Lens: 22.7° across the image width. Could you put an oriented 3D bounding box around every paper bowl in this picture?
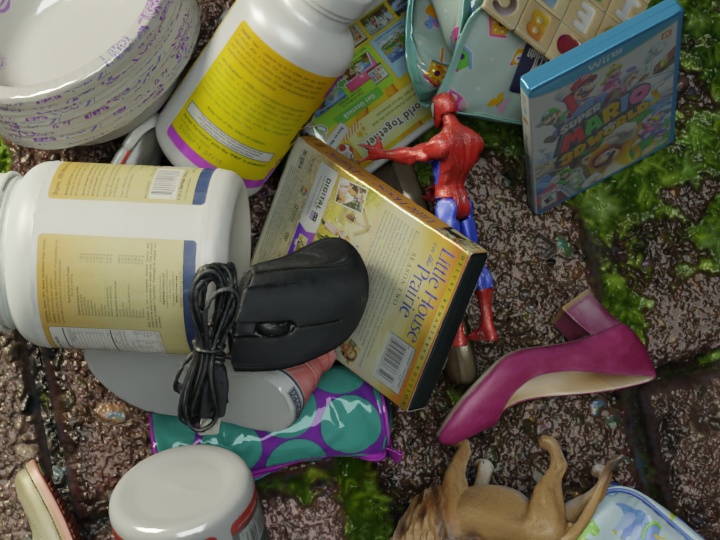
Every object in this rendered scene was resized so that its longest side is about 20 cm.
[{"bbox_3d":[-0.225,-0.183,1.462,0.199,0.105,0.202,-12,51,15],"label":"paper bowl"}]

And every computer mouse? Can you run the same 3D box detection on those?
[{"bbox_3d":[-0.052,0.039,1.350,0.053,0.199,0.139,26,123,30],"label":"computer mouse"}]

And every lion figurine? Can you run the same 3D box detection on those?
[{"bbox_3d":[0.116,0.201,1.468,0.073,0.199,0.123,50,47,-36],"label":"lion figurine"}]

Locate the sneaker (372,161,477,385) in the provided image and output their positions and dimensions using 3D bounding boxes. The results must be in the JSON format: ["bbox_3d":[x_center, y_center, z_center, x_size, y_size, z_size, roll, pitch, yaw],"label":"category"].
[{"bbox_3d":[0.041,0.009,1.522,0.075,0.070,0.201,-19,79,5],"label":"sneaker"}]

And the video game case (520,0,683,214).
[{"bbox_3d":[0.199,-0.131,1.481,0.142,0.200,0.018,-28,62,-7],"label":"video game case"}]

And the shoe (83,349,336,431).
[{"bbox_3d":[-0.121,0.069,1.457,0.199,0.091,0.072,12,126,23],"label":"shoe"}]

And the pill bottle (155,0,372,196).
[{"bbox_3d":[-0.073,-0.161,1.429,0.104,0.104,0.200,38,117,-1],"label":"pill bottle"}]

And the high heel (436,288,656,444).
[{"bbox_3d":[0.157,0.106,1.506,0.200,0.067,0.096,-36,79,-29],"label":"high heel"}]

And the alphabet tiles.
[{"bbox_3d":[0.174,-0.264,1.459,0.166,0.006,0.201,35,66,-20],"label":"alphabet tiles"}]

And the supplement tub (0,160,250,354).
[{"bbox_3d":[-0.191,-0.010,1.383,0.198,0.144,0.146,3,84,5],"label":"supplement tub"}]

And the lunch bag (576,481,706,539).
[{"bbox_3d":[0.238,0.284,1.499,0.200,0.082,0.161,38,83,-1],"label":"lunch bag"}]

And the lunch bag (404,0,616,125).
[{"bbox_3d":[0.131,-0.220,1.499,0.169,0.122,0.202,6,83,-29],"label":"lunch bag"}]

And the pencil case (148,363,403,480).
[{"bbox_3d":[-0.071,0.135,1.483,0.198,0.085,0.093,-14,66,-5],"label":"pencil case"}]

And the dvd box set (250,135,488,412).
[{"bbox_3d":[0.000,0.000,1.449,0.200,0.029,0.147,34,115,32],"label":"dvd box set"}]

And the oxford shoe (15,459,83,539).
[{"bbox_3d":[-0.255,0.257,1.463,0.073,0.071,0.201,-18,86,-4],"label":"oxford shoe"}]

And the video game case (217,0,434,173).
[{"bbox_3d":[0.008,-0.196,1.533,0.200,0.023,0.182,-38,89,-21],"label":"video game case"}]

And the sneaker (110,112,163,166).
[{"bbox_3d":[-0.189,-0.031,1.498,0.081,0.077,0.201,20,94,-6],"label":"sneaker"}]

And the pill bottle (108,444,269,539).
[{"bbox_3d":[-0.121,0.248,1.414,0.115,0.116,0.201,-15,121,-7],"label":"pill bottle"}]

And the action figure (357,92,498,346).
[{"bbox_3d":[0.057,-0.043,1.459,0.065,0.099,0.202,-7,96,-45],"label":"action figure"}]
